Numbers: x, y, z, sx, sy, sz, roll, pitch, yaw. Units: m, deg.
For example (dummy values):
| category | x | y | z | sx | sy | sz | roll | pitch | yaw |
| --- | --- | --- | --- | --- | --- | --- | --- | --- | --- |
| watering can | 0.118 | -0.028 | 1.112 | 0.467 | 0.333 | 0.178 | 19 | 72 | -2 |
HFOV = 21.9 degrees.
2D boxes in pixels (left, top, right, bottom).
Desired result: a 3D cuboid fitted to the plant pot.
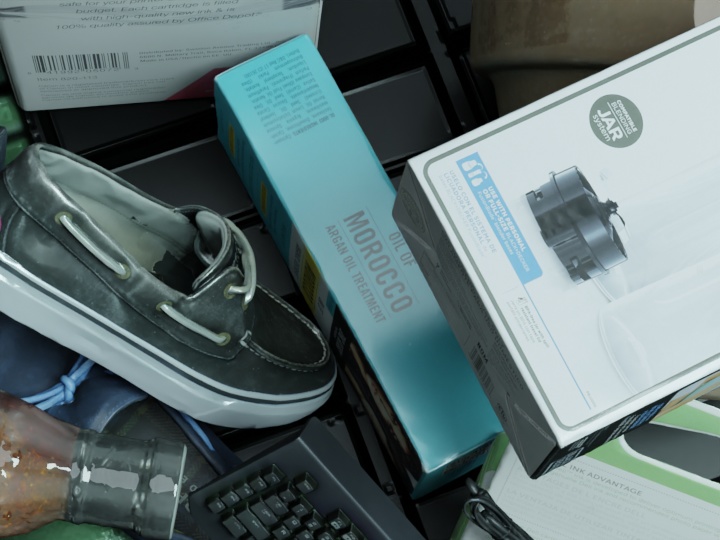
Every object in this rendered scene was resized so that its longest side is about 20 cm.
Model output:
| category | x | y | z | sx | sy | sz | roll | pitch | yaw |
| --- | --- | --- | --- | --- | --- | --- | --- | --- | --- |
| plant pot | 0.139 | -0.035 | 0.819 | 0.199 | 0.200 | 0.176 | 7 | 90 | -2 |

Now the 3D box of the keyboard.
| category | x | y | z | sx | sy | sz | roll | pitch | yaw |
| --- | --- | --- | --- | --- | --- | --- | --- | --- | --- |
| keyboard | 0.032 | 0.140 | 0.763 | 0.127 | 0.021 | 0.200 | -32 | 109 | 27 |

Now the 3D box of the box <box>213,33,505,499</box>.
| category | x | y | z | sx | sy | sz | roll | pitch | yaw |
| --- | --- | --- | --- | --- | --- | --- | --- | --- | --- |
| box | 0.000 | 0.000 | 0.841 | 0.049 | 0.082 | 0.201 | -26 | 77 | -10 |

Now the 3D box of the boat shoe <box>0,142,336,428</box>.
| category | x | y | z | sx | sy | sz | roll | pitch | yaw |
| --- | --- | --- | --- | --- | --- | --- | --- | --- | --- |
| boat shoe | -0.076 | 0.009 | 0.788 | 0.199 | 0.071 | 0.072 | 24 | 34 | -38 |

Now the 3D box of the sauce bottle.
| category | x | y | z | sx | sy | sz | roll | pitch | yaw |
| --- | --- | --- | --- | --- | --- | --- | --- | --- | --- |
| sauce bottle | -0.171 | 0.075 | 0.753 | 0.199 | 0.066 | 0.066 | 11 | 74 | -6 |

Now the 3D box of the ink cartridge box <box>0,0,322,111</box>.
| category | x | y | z | sx | sy | sz | roll | pitch | yaw |
| --- | --- | --- | --- | --- | --- | --- | --- | --- | --- |
| ink cartridge box | -0.089 | -0.146 | 0.813 | 0.146 | 0.200 | 0.083 | -4 | 74 | -6 |

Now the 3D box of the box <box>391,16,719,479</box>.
| category | x | y | z | sx | sy | sz | roll | pitch | yaw |
| --- | --- | --- | --- | --- | --- | --- | --- | --- | --- |
| box | 0.125 | -0.023 | 0.667 | 0.199 | 0.060 | 0.117 | -24 | 76 | -12 |

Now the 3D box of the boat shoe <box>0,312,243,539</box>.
| category | x | y | z | sx | sy | sz | roll | pitch | yaw |
| --- | --- | --- | --- | --- | --- | --- | --- | --- | --- |
| boat shoe | -0.106 | 0.065 | 0.821 | 0.199 | 0.069 | 0.084 | 32 | 74 | 5 |

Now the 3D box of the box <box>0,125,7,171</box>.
| category | x | y | z | sx | sy | sz | roll | pitch | yaw |
| --- | --- | --- | --- | --- | --- | --- | --- | --- | --- |
| box | -0.255 | -0.020 | 0.775 | 0.157 | 0.200 | 0.051 | 14 | 117 | 3 |

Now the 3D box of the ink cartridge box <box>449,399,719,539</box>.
| category | x | y | z | sx | sy | sz | roll | pitch | yaw |
| --- | --- | --- | --- | --- | --- | --- | --- | --- | --- |
| ink cartridge box | 0.118 | 0.107 | 0.761 | 0.145 | 0.201 | 0.048 | 20 | 43 | 2 |
